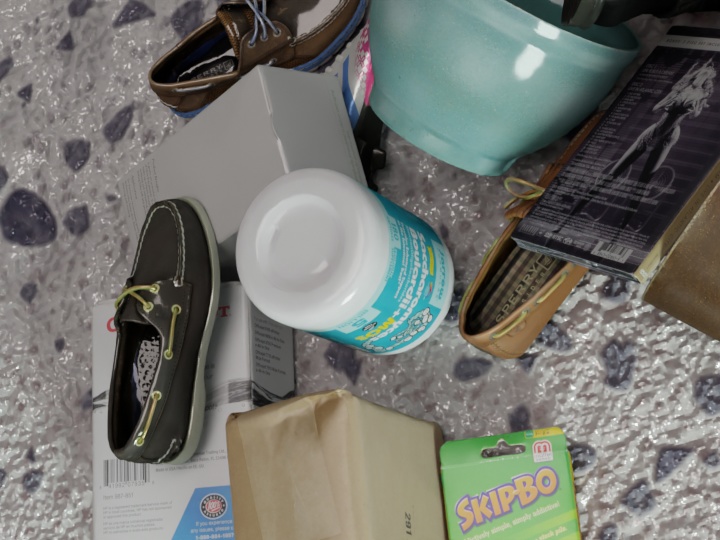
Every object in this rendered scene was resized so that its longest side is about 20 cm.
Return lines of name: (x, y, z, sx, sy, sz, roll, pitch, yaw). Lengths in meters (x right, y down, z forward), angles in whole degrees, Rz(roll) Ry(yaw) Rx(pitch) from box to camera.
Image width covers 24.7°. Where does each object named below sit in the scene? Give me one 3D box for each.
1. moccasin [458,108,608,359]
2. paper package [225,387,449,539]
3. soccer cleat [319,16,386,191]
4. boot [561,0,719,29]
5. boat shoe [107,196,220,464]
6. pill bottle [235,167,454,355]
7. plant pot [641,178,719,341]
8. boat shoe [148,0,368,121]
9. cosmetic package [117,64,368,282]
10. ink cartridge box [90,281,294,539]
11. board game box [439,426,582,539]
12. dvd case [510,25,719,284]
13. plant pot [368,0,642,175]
moccasin: (0.136, -0.030, 1.204, 0.074, 0.078, 0.202, 42, 97, 27)
paper package: (-0.004, 0.199, 1.157, 0.103, 0.190, 0.201, -12, 74, 21)
soccer cleat: (-0.007, -0.148, 1.300, 0.086, 0.070, 0.201, 20, 87, 31)
boot: (0.218, -0.201, 1.099, 0.157, 0.211, 0.080, 8, 107, 7)
boat shoe: (-0.150, 0.042, 1.221, 0.071, 0.060, 0.203, -3, 82, 42)
pill bottle: (0.000, 0.000, 1.192, 0.110, 0.200, 0.112, -5, 78, 24)
plant pot: (0.319, 0.002, 1.073, 0.200, 0.187, 0.187, 37, 95, 12)
boat shoe: (-0.084, -0.188, 1.342, 0.199, 0.072, 0.072, -34, 68, 15)
cosmetic package: (-0.095, -0.064, 1.274, 0.200, 0.085, 0.108, -30, 67, 41)
ink cartridge box: (-0.130, 0.121, 1.291, 0.144, 0.084, 0.201, -8, 76, 24)
board game box: (0.114, 0.218, 1.182, 0.095, 0.030, 0.201, -9, 78, 10)
dvd case: (0.203, -0.084, 1.115, 0.200, 0.016, 0.149, -52, 28, -9)
plant pot: (0.086, -0.155, 1.203, 0.200, 0.200, 0.135, 40, 114, 26)
